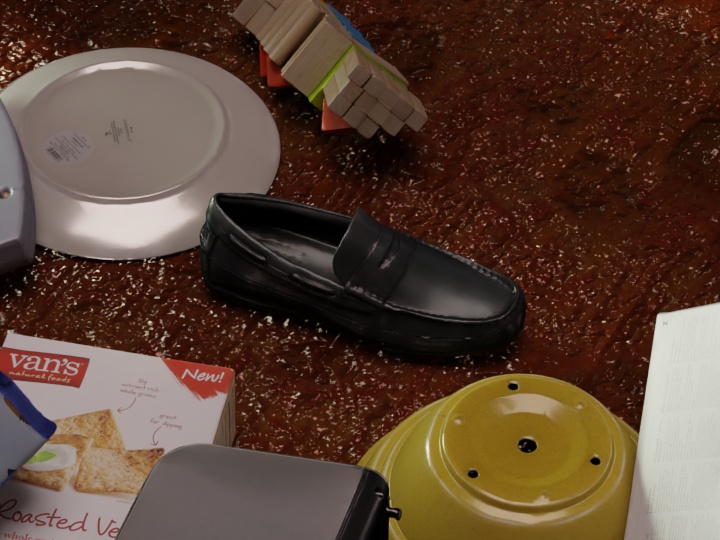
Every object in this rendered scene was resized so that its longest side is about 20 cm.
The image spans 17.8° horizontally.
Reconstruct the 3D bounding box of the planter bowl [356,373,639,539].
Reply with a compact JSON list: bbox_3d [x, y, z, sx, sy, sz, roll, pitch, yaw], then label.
[{"bbox_3d":[0.087,0.117,1.233,0.200,0.084,0.201,1,46,-1],"label":"planter bowl"}]

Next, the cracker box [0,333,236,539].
[{"bbox_3d":[-0.152,0.131,1.230,0.133,0.058,0.200,8,45,6],"label":"cracker box"}]

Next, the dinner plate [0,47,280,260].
[{"bbox_3d":[-0.151,-0.084,1.466,0.199,0.024,0.201,0,45,0],"label":"dinner plate"}]

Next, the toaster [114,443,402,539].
[{"bbox_3d":[-0.062,0.208,1.075,0.118,0.181,0.200,12,45,13],"label":"toaster"}]

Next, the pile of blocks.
[{"bbox_3d":[-0.025,-0.130,1.502,0.062,0.082,0.200,-49,41,11],"label":"pile of blocks"}]

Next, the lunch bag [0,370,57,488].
[{"bbox_3d":[-0.285,0.092,1.189,0.170,0.124,0.200,-46,26,-22],"label":"lunch bag"}]

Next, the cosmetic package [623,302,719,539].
[{"bbox_3d":[0.183,0.117,1.180,0.051,0.082,0.201,25,68,-35],"label":"cosmetic package"}]

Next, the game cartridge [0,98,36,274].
[{"bbox_3d":[-0.274,-0.060,1.416,0.133,0.041,0.200,-22,49,-5],"label":"game cartridge"}]

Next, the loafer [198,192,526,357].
[{"bbox_3d":[0.000,0.000,1.354,0.200,0.071,0.068,13,47,11],"label":"loafer"}]
